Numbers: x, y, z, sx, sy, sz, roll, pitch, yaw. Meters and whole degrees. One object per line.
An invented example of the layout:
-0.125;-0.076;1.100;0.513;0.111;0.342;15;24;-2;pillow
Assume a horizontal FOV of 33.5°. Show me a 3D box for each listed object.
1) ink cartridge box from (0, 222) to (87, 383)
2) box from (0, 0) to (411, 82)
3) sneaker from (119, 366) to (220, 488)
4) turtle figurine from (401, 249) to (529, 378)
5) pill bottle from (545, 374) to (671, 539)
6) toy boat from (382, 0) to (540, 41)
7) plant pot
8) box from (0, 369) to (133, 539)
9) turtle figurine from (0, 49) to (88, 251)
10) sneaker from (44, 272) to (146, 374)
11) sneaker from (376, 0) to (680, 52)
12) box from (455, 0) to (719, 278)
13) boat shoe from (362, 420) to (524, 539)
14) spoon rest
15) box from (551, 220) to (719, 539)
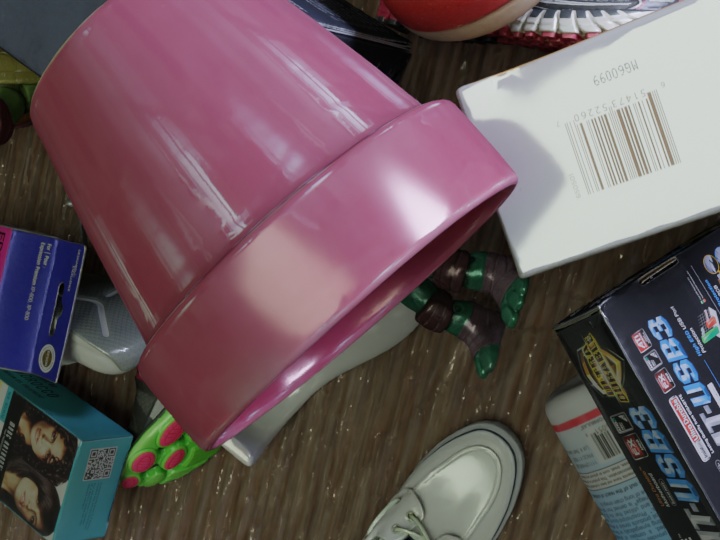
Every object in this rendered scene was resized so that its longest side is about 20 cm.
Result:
-0.270;0.012;0.846;0.199;0.037;0.095;12;90;41;ink cartridge box
-0.100;-0.151;0.766;0.200;0.196;0.124;35;104;13;box
-0.131;0.073;0.873;0.084;0.076;0.201;43;114;43;sneaker
0.000;0.000;0.750;0.199;0.150;0.101;17;71;1;turtle figurine
0.206;0.142;0.737;0.108;0.109;0.201;-31;85;18;pill bottle
0.041;-0.236;0.690;0.130;0.131;0.201;-28;64;19;toy boat
-0.054;-0.044;0.578;0.200;0.200;0.179;-42;85;17;plant pot
-0.258;0.117;0.887;0.199;0.049;0.083;26;103;35;box
-0.259;-0.079;0.830;0.144;0.194;0.200;46;109;7;turtle figurine
-0.217;0.040;0.875;0.200;0.070;0.081;25;118;43;sneaker
0.106;-0.180;0.757;0.199;0.081;0.075;11;96;18;sneaker
0.160;-0.077;0.684;0.151;0.200;0.107;-20;89;18;box
0.041;0.191;0.818;0.073;0.067;0.201;37;105;12;boat shoe
-0.028;0.045;0.841;0.099;0.061;0.200;39;92;10;spoon rest
0.232;0.073;0.684;0.201;0.198;0.050;60;147;4;box
